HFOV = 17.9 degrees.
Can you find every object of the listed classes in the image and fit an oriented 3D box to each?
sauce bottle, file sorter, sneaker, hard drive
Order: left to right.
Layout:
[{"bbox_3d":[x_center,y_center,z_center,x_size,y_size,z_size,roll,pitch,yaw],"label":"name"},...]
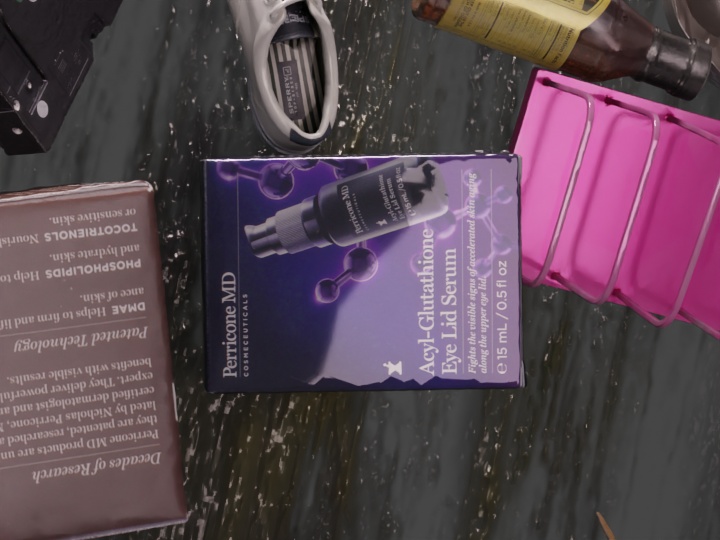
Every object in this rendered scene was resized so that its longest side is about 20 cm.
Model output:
[{"bbox_3d":[-0.220,-0.183,1.336,0.200,0.038,0.140,57,42,-42],"label":"hard drive"},{"bbox_3d":[-0.048,-0.173,1.454,0.073,0.071,0.200,-17,98,-20],"label":"sneaker"},{"bbox_3d":[0.135,-0.164,1.516,0.200,0.066,0.066,18,85,-13],"label":"sauce bottle"},{"bbox_3d":[0.202,-0.035,1.506,0.200,0.125,0.139,15,97,-16],"label":"file sorter"}]

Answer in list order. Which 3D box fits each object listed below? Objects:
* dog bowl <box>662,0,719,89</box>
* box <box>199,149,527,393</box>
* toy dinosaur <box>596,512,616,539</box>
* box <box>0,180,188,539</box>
[{"bbox_3d":[0.298,-0.205,1.593,0.200,0.059,0.200,-1,92,-20],"label":"dog bowl"},{"bbox_3d":[0.000,0.000,1.431,0.200,0.104,0.148,-2,93,-2],"label":"box"},{"bbox_3d":[0.248,0.222,1.598,0.200,0.060,0.106,0,68,-26],"label":"toy dinosaur"},{"bbox_3d":[-0.210,0.054,1.348,0.164,0.166,0.200,-8,95,-21],"label":"box"}]
